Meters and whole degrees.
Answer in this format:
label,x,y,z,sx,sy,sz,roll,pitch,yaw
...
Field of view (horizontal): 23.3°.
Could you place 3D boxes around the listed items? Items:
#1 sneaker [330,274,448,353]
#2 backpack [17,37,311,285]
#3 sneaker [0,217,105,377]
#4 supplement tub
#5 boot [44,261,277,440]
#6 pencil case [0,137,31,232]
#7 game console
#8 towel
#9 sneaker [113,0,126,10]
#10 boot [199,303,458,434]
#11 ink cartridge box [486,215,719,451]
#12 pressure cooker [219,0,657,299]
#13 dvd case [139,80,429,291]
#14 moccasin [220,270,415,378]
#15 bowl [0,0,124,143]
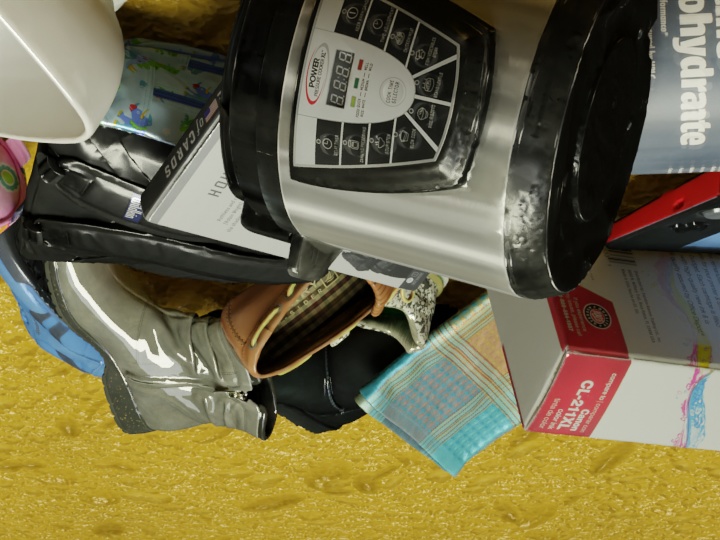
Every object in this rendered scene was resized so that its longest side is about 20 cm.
label,x,y,z,sx,sy,sz,roll,pitch,yaw
sneaker,-0.025,0.006,1.224,0.199,0.089,0.077,15,147,-19
backpack,-0.094,-0.062,1.088,0.199,0.154,0.163,19,139,-3
sneaker,-0.232,0.024,1.291,0.078,0.066,0.200,-7,148,22
supplement tub,0.196,-0.124,0.951,0.199,0.141,0.141,-2,148,7
boot,-0.135,0.037,1.248,0.130,0.068,0.201,-4,126,26
pencil case,-0.295,-0.026,1.198,0.087,0.088,0.200,19,143,-26
game console,0.283,-0.035,1.129,0.199,0.031,0.177,3,163,-23
towel,0.107,0.068,1.304,0.200,0.022,0.147,-37,137,11
sneaker,-0.131,-0.181,0.937,0.076,0.081,0.200,18,146,-27
boot,-0.012,0.064,1.337,0.162,0.074,0.198,-19,147,32
ink cartridge box,0.202,0.042,1.190,0.199,0.146,0.083,8,131,-16
pressure cooker,0.026,-0.086,0.838,0.199,0.176,0.179,16,142,20
dvd case,-0.006,-0.063,1.003,0.199,0.025,0.150,15,128,-36
moccasin,-0.001,-0.001,1.159,0.201,0.078,0.074,-32,125,-8
bowl,-0.219,-0.160,0.914,0.199,0.075,0.200,9,146,49
